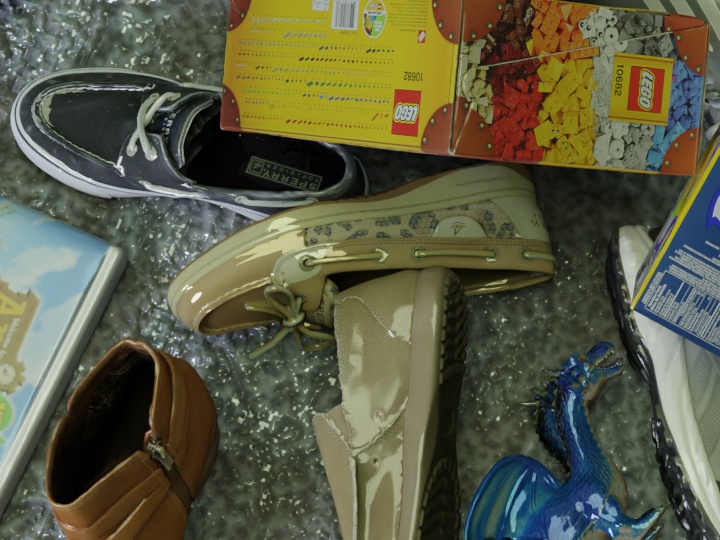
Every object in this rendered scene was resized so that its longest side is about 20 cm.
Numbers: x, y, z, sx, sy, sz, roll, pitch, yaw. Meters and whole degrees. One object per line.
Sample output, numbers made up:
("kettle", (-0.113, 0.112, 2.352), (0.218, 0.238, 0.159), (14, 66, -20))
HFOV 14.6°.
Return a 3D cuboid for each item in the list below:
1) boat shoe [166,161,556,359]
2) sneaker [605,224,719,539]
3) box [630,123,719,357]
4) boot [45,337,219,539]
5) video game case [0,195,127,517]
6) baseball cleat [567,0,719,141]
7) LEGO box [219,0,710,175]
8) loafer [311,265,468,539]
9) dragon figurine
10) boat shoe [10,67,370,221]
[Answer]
("boat shoe", (0.000, 0.000, 1.449), (0.200, 0.073, 0.063), (-18, 70, 1))
("sneaker", (0.181, 0.065, 1.410), (0.079, 0.074, 0.200), (-12, 73, -2))
("box", (0.203, -0.060, 1.336), (0.064, 0.070, 0.200), (29, 107, 1))
("boot", (-0.122, 0.135, 1.381), (0.077, 0.155, 0.200), (21, 78, 12))
("video game case", (-0.246, 0.044, 1.492), (0.182, 0.022, 0.200), (23, 78, 12))
("baseball cleat", (0.178, -0.111, 1.462), (0.200, 0.070, 0.107), (16, 83, 15))
("LEGO box", (0.047, -0.095, 1.371), (0.149, 0.200, 0.077), (3, 94, -35))
("loafer", (0.012, 0.096, 1.415), (0.067, 0.076, 0.200), (6, 86, 19))
("dragon figurine", (0.085, 0.131, 1.405), (0.099, 0.059, 0.200), (34, 74, 16))
("boat shoe", (-0.094, -0.068, 1.482), (0.200, 0.068, 0.072), (18, 77, 11))
